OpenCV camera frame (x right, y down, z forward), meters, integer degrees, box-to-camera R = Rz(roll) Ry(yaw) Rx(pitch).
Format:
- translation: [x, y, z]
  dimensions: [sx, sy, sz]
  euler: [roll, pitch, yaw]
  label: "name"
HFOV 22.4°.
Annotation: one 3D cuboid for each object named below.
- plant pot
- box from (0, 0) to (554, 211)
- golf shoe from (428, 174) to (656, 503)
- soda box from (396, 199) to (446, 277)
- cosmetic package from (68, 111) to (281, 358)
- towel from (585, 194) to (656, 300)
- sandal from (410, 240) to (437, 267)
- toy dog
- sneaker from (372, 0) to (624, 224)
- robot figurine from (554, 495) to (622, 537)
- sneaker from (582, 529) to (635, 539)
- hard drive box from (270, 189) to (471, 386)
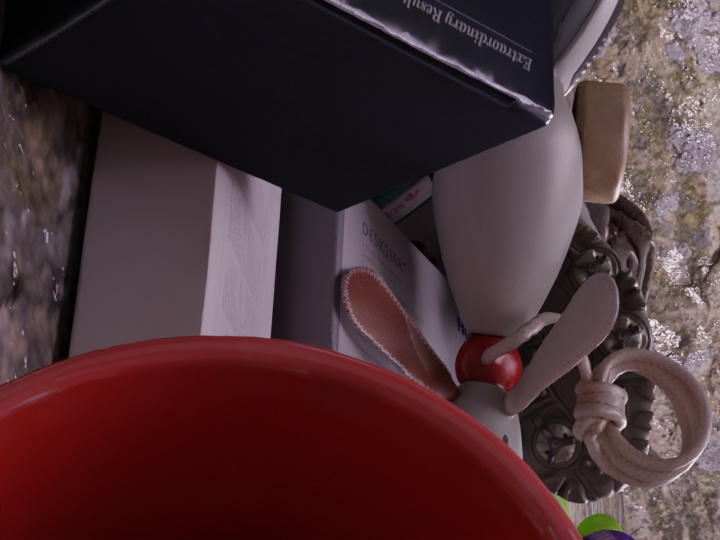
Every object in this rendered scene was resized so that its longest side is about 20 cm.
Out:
- translation: [-0.036, 0.147, 0.442]
  dimensions: [0.178, 0.199, 0.202]
  euler: [88, 6, -52]
  label: "plant pot"
- translation: [-0.022, -0.145, 0.607]
  dimensions: [0.148, 0.107, 0.201]
  euler: [23, 59, -39]
  label: "box"
- translation: [0.085, 0.008, 0.800]
  dimensions: [0.097, 0.078, 0.201]
  euler: [44, 29, -66]
  label: "golf shoe"
- translation: [0.021, -0.027, 1.026]
  dimensions: [0.200, 0.068, 0.064]
  euler: [-71, 157, -61]
  label: "soda box"
- translation: [-0.065, 0.015, 0.635]
  dimensions: [0.083, 0.050, 0.201]
  euler: [72, 18, -57]
  label: "cosmetic package"
- translation: [0.089, 0.011, 0.913]
  dimensions: [0.200, 0.034, 0.134]
  euler: [-129, -132, -67]
  label: "towel"
- translation: [0.000, 0.000, 0.864]
  dimensions: [0.200, 0.081, 0.055]
  euler: [50, 52, -51]
  label: "sandal"
- translation: [0.056, -0.007, 0.701]
  dimensions: [0.096, 0.131, 0.201]
  euler: [75, 2, -70]
  label: "toy dog"
- translation: [0.025, -0.110, 0.854]
  dimensions: [0.121, 0.200, 0.084]
  euler: [37, 14, -49]
  label: "sneaker"
- translation: [0.054, 0.127, 0.986]
  dimensions: [0.175, 0.116, 0.200]
  euler: [42, 20, -17]
  label: "robot figurine"
- translation: [0.078, 0.154, 0.786]
  dimensions: [0.084, 0.080, 0.200]
  euler: [63, -19, 22]
  label: "sneaker"
- translation: [-0.008, 0.086, 0.736]
  dimensions: [0.156, 0.076, 0.201]
  euler: [44, 41, -51]
  label: "hard drive box"
